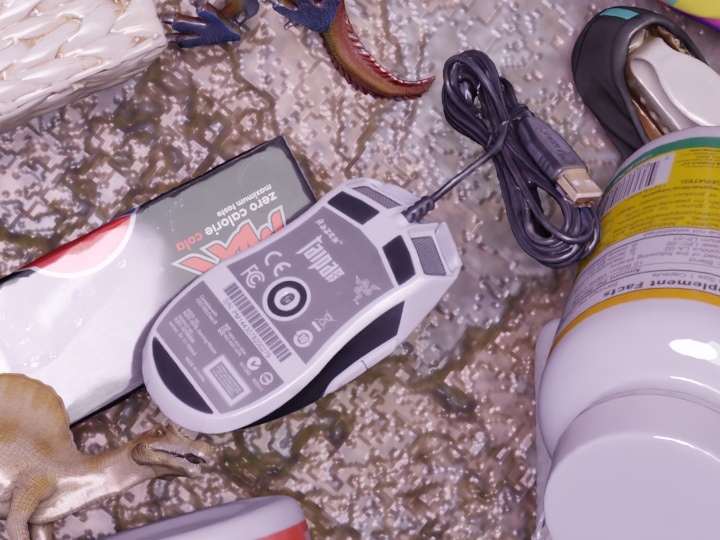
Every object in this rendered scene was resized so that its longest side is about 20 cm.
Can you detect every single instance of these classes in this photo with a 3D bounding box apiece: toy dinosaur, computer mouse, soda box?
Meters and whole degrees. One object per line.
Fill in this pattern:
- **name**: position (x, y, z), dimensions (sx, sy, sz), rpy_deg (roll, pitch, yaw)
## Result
- **toy dinosaur**: position (-0.161, 0.082, 0.807), dimensions (0.200, 0.058, 0.101), rpy_deg (12, 62, 3)
- **computer mouse**: position (0.000, 0.000, 0.838), dimensions (0.200, 0.044, 0.110), rpy_deg (-35, 61, -7)
- **toy dinosaur**: position (-0.057, -0.187, 0.913), dimensions (0.105, 0.200, 0.182), rpy_deg (-14, 62, 23)
- **soda box**: position (-0.107, 0.019, 0.876), dimensions (0.200, 0.063, 0.071), rpy_deg (-29, 92, -13)

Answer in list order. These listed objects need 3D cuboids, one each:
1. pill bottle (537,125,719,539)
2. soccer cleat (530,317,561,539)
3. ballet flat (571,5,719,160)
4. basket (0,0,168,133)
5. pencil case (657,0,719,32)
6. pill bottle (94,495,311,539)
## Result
- **pill bottle**: position (0.134, 0.036, 0.823), dimensions (0.113, 0.113, 0.200), rpy_deg (35, 38, -7)
- **soccer cleat**: position (0.102, 0.122, 0.907), dimensions (0.085, 0.069, 0.200), rpy_deg (-16, 94, -28)
- **ballet flat**: position (0.168, -0.036, 0.933), dimensions (0.068, 0.068, 0.200), rpy_deg (-41, 95, -16)
- **basket**: position (-0.190, -0.106, 0.834), dimensions (0.200, 0.136, 0.124), rpy_deg (-24, 95, -13)
- **pencil case**: position (0.151, -0.158, 0.934), dimensions (0.200, 0.088, 0.089), rpy_deg (24, 81, -9)
- **pill bottle**: position (-0.053, 0.203, 0.848), dimensions (0.112, 0.112, 0.200), rpy_deg (-15, 90, -12)
